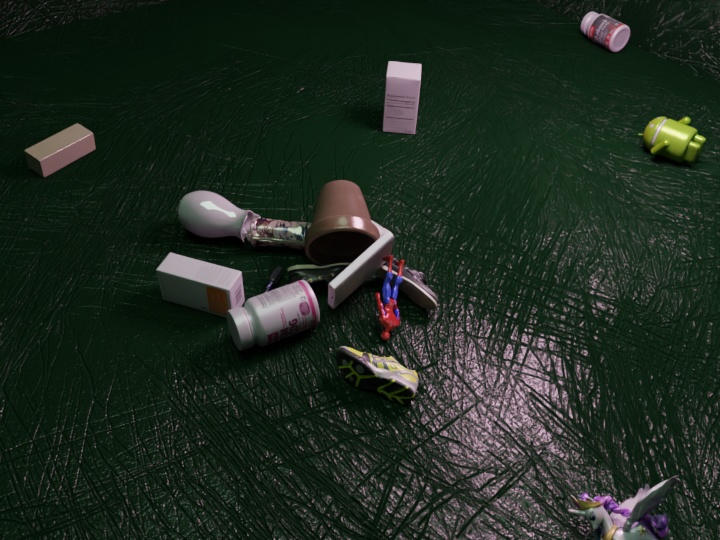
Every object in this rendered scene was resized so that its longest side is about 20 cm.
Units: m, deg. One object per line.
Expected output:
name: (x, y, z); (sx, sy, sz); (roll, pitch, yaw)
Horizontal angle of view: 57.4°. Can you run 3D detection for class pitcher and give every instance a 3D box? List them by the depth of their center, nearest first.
pitcher: (-0.383, -0.149, 1.807); (0.195, 0.124, 0.172); (14, 13, 8)

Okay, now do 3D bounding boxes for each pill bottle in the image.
pill bottle: (-0.203, 0.106, 1.525); (0.196, 0.115, 0.114); (-20, 46, -23)
pill bottle: (1.063, -1.043, 2.862); (0.114, 0.118, 0.201); (-19, 46, -23)

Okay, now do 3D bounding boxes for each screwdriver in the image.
screwdriver: (-0.241, 0.059, 1.641); (0.029, 0.028, 0.202); (-10, 34, 33)

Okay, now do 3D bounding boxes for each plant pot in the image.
plant pot: (-0.046, -0.128, 1.688); (0.195, 0.201, 0.178); (0, 62, -4)

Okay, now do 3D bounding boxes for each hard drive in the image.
hard drive: (0.000, 0.000, 1.602); (0.199, 0.132, 0.026); (-42, 75, -18)

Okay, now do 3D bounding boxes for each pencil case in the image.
pencil case: (-0.203, -0.095, 1.771); (0.195, 0.080, 0.090); (5, 20, 2)

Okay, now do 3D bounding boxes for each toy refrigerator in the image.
toy refrigerator: (-0.928, -0.372, 2.040); (0.075, 0.071, 0.200); (29, 48, 17)

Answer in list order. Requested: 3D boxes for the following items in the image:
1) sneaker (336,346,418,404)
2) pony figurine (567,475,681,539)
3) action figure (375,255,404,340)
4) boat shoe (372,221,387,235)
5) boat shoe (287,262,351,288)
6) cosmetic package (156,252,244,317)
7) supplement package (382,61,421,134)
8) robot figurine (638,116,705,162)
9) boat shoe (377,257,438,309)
sneaker: (0.037, 0.222, 1.454); (0.197, 0.076, 0.077); (27, 39, 10)
pony figurine: (0.489, 0.464, 1.169); (0.189, 0.168, 0.202); (-20, 62, -14)
action figure: (0.069, 0.070, 1.588); (0.065, 0.051, 0.205); (23, 62, -35)
boat shoe: (-0.007, -0.136, 1.823); (0.198, 0.087, 0.075); (19, 44, 17)
boat shoe: (-0.088, 0.016, 1.674); (0.197, 0.074, 0.065); (-6, 77, -24)
cosmetic package: (-0.387, 0.037, 1.599); (0.195, 0.103, 0.072); (14, 43, 13)
supplement package: (0.140, -0.589, 2.243); (0.117, 0.203, 0.123); (6, 41, 3)
robot figurine: (1.039, -0.438, 2.197); (0.198, 0.117, 0.175); (33, 62, 29)
boat shoe: (0.132, 0.027, 1.663); (0.066, 0.075, 0.198); (-40, 47, -23)
